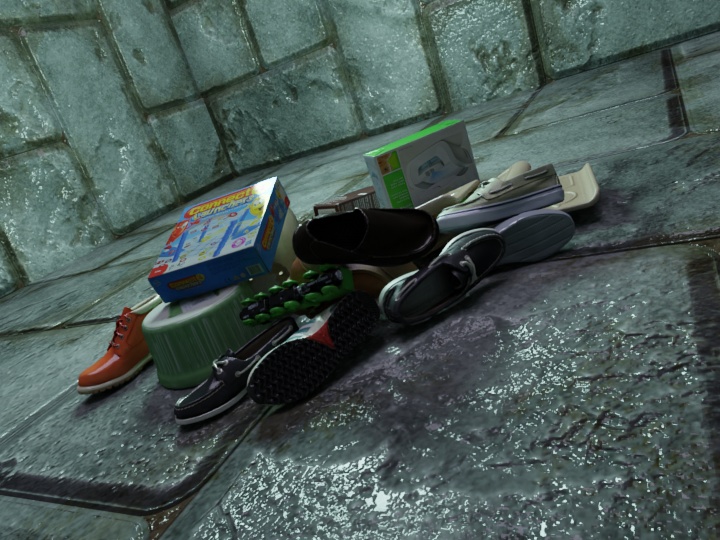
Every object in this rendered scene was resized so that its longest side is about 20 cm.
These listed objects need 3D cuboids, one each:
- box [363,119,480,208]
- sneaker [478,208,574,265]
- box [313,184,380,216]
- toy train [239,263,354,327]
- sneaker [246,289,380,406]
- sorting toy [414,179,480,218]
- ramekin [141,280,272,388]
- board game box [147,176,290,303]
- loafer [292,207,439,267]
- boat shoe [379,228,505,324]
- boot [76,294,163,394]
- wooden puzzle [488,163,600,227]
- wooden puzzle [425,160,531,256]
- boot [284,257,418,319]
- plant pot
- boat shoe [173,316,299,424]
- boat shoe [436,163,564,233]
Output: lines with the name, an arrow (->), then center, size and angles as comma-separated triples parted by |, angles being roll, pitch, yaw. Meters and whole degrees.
box -> 0.129, -0.184, 1.139 | 0.196, 0.180, 0.097 | -22, 17, -7
sneaker -> 0.211, -0.047, 0.830 | 0.196, 0.074, 0.071 | -17, 21, 11
box -> 0.000, -0.145, 1.299 | 0.198, 0.077, 0.099 | -23, 17, -38
toy train -> -0.090, 0.038, 0.773 | 0.198, 0.043, 0.056 | -23, -24, 35
sneaker -> -0.062, 0.106, 0.728 | 0.199, 0.071, 0.093 | -39, -3, -23
sorting toy -> 0.108, -0.093, 0.959 | 0.183, 0.037, 0.199 | -24, 3, 29
ramekin -> -0.246, 0.088, 0.893 | 0.196, 0.099, 0.201 | -19, 18, 6
board game box -> -0.228, -0.054, 0.934 | 0.196, 0.056, 0.198 | -16, 37, 16
loafer -> 0.012, -0.044, 0.719 | 0.195, 0.075, 0.071 | -8, -11, -11
boat shoe -> 0.118, 0.008, 0.749 | 0.197, 0.075, 0.060 | -26, 15, -11
boot -> -0.402, 0.123, 0.954 | 0.074, 0.109, 0.199 | 0, 28, 42
wooden puzzle -> 0.306, -0.111, 0.966 | 0.197, 0.047, 0.186 | -18, 17, 23
wooden puzzle -> 0.201, -0.104, 0.988 | 0.198, 0.037, 0.185 | -30, 14, 39
boot -> -0.013, 0.028, 0.836 | 0.155, 0.197, 0.075 | -52, 21, 39
plant pot -> -0.187, -0.019, 1.053 | 0.184, 0.190, 0.201 | -21, 31, -5
boat shoe -> -0.161, 0.130, 0.746 | 0.198, 0.061, 0.074 | -28, 20, -22
boat shoe -> 0.202, -0.105, 0.833 | 0.196, 0.063, 0.072 | -16, -5, -4
